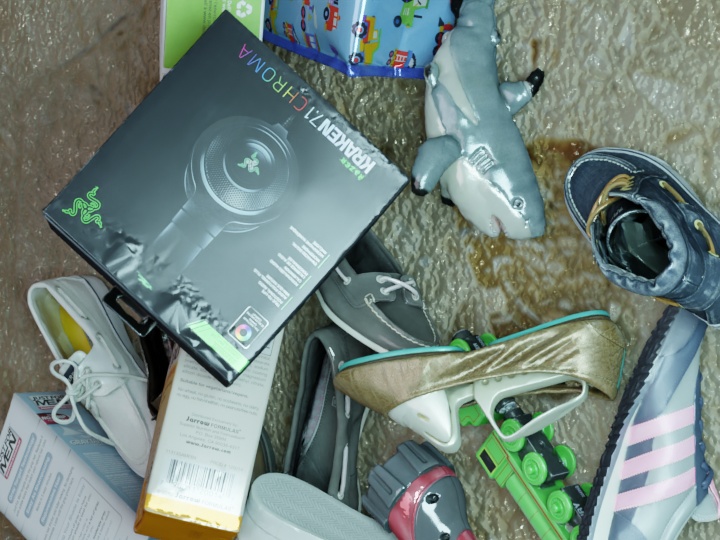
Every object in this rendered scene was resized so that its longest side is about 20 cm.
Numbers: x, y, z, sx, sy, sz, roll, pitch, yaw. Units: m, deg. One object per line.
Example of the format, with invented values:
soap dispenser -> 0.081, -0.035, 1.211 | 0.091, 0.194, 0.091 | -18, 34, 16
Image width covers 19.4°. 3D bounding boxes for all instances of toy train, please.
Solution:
toy train -> 0.111, 0.128, 1.438 | 0.201, 0.042, 0.057 | 57, 135, 26

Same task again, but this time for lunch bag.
lunch bag -> -0.017, -0.231, 1.532 | 0.200, 0.093, 0.152 | 25, 109, 51

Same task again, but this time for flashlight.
flashlight -> 0.086, 0.202, 1.447 | 0.068, 0.068, 0.200 | -39, 58, -14

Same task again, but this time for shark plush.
shark plush -> 0.091, -0.122, 1.461 | 0.083, 0.091, 0.202 | 0, 75, 18

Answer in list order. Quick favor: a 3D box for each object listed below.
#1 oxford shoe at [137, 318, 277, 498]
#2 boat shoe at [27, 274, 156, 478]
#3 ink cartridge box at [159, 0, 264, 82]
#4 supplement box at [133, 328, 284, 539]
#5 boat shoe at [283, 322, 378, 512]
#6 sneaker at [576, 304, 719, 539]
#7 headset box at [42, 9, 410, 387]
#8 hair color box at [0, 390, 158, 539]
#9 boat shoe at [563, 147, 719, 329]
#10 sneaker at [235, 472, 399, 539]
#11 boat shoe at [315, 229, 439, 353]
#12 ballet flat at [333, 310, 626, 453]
oxford shoe -> -0.126, 0.120, 1.628 | 0.073, 0.084, 0.201 | -39, 66, 34
boat shoe -> -0.218, 0.086, 1.710 | 0.075, 0.086, 0.203 | -46, 60, 33
ink cartridge box -> -0.113, -0.161, 1.574 | 0.148, 0.075, 0.202 | -107, 19, -71
supplement box -> -0.107, 0.093, 1.533 | 0.126, 0.073, 0.202 | 123, 160, -72
boat shoe -> -0.032, 0.133, 1.547 | 0.067, 0.057, 0.202 | 20, 104, 41
sneaker -> 0.199, 0.119, 1.349 | 0.081, 0.070, 0.202 | 18, 93, 1
headset box -> -0.097, -0.041, 1.440 | 0.174, 0.093, 0.200 | 43, 83, 0
hair color box -> -0.225, 0.194, 1.735 | 0.200, 0.060, 0.100 | 38, 115, 35
boat shoe -> 0.169, -0.034, 1.321 | 0.071, 0.090, 0.200 | -61, 37, 11
sneaker -> -0.007, 0.240, 1.506 | 0.199, 0.074, 0.116 | 31, 122, 13
boat shoe -> 0.000, 0.000, 1.510 | 0.200, 0.066, 0.057 | 45, 117, 46
ballet flat -> 0.080, 0.081, 1.400 | 0.198, 0.068, 0.073 | -11, 70, 8
